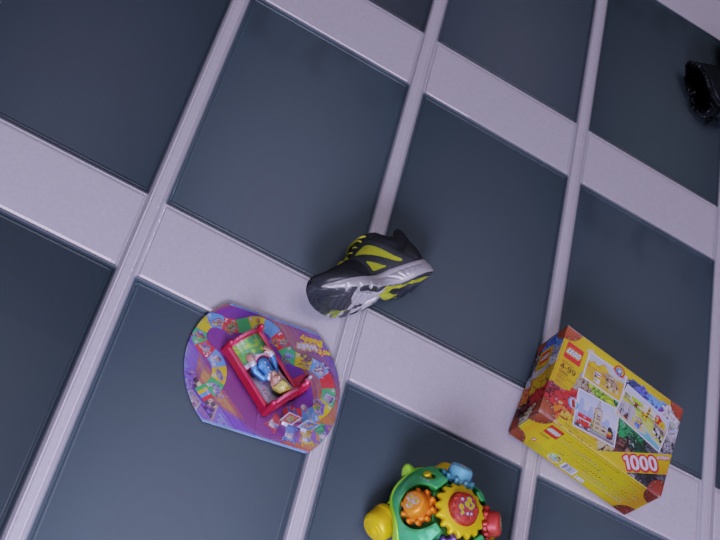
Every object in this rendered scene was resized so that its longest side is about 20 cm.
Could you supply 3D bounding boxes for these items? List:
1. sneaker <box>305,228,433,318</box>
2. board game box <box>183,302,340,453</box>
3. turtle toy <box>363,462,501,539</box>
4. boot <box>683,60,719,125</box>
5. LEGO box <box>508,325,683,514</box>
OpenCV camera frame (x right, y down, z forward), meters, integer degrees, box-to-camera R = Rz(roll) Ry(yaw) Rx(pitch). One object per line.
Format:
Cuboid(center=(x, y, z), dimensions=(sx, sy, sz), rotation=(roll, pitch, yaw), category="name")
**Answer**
Cuboid(center=(0.000, 0.000, 1.525), dimensions=(0.199, 0.075, 0.085), rotation=(-11, 63, -45), category="sneaker")
Cuboid(center=(-0.104, 0.115, 1.405), dimensions=(0.198, 0.039, 0.160), rotation=(21, 54, -20), category="board game box")
Cuboid(center=(0.108, 0.305, 1.384), dimensions=(0.145, 0.101, 0.201), rotation=(-27, 79, -39), category="turtle toy")
Cuboid(center=(0.627, -0.336, 2.096), dimensions=(0.161, 0.073, 0.200), rotation=(1, 63, -27), category="boot")
Cuboid(center=(0.309, 0.195, 1.584), dimensions=(0.199, 0.077, 0.150), rotation=(35, 51, -9), category="LEGO box")
